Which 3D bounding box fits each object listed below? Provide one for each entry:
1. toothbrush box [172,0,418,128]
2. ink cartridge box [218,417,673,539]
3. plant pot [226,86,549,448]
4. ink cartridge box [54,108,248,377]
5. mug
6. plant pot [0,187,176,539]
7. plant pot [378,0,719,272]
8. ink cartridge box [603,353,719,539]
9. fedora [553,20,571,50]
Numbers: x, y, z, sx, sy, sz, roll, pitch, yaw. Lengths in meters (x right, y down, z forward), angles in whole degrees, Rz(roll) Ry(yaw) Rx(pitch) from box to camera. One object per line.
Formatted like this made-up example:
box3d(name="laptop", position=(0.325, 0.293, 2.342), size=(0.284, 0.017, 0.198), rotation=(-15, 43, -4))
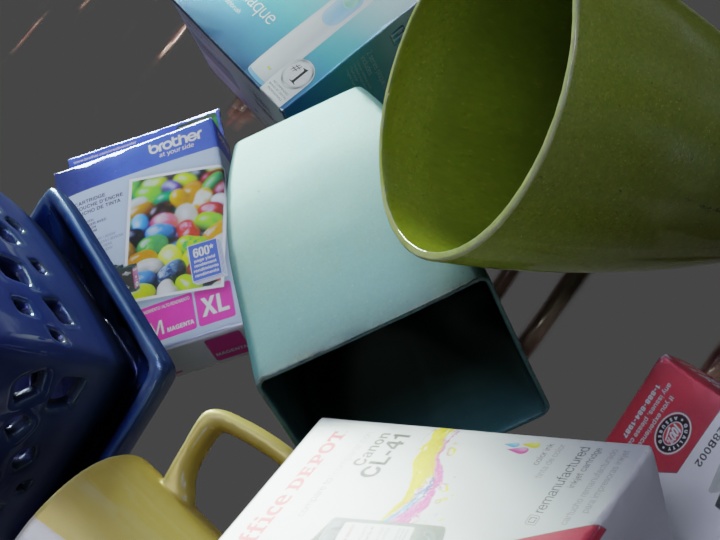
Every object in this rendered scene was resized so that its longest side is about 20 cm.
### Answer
box3d(name="toothbrush box", position=(-0.001, -0.182, 1.402), size=(0.199, 0.085, 0.147), rotation=(-38, 54, -7))
box3d(name="ink cartridge box", position=(0.038, 0.151, 1.047), size=(0.198, 0.086, 0.148), rotation=(3, 32, 32))
box3d(name="plant pot", position=(0.000, 0.000, 1.254), size=(0.140, 0.142, 0.201), rotation=(-24, 50, 4))
box3d(name="ink cartridge box", position=(-0.135, -0.021, 1.379), size=(0.118, 0.042, 0.201), rotation=(-18, 53, 9))
box3d(name="mug", position=(-0.103, 0.189, 1.159), size=(0.153, 0.188, 0.149), rotation=(31, 29, 25))
box3d(name="plant pot", position=(-0.236, 0.059, 1.253), size=(0.201, 0.179, 0.200), rotation=(-57, 49, 24))
box3d(name="plant pot", position=(0.141, -0.073, 1.140), size=(0.187, 0.199, 0.189), rotation=(-37, 45, 49))
box3d(name="ink cartridge box", position=(0.205, 0.160, 1.084), size=(0.200, 0.083, 0.147), rotation=(35, 94, 34))
box3d(name="fedora", position=(0.121, -0.162, 1.299), size=(0.091, 0.200, 0.202), rotation=(-26, 51, 29))
